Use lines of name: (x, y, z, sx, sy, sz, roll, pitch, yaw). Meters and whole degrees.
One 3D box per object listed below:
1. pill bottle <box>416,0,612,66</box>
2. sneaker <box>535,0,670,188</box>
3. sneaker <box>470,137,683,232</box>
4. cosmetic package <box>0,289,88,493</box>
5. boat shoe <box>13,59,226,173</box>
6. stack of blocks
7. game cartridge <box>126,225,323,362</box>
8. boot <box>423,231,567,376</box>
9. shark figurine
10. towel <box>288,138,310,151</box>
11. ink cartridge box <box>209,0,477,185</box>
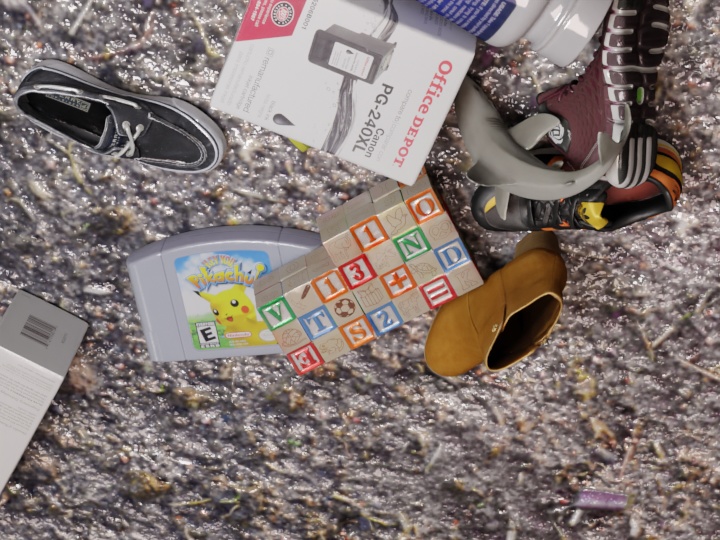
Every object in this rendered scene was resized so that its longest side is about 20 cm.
pill bottle: (0.110, -0.260, 1.485, 0.200, 0.120, 0.120, 30, 119, -9)
sneaker: (0.203, -0.176, 1.549, 0.115, 0.076, 0.201, 10, 97, 45)
sneaker: (0.194, -0.067, 1.598, 0.199, 0.090, 0.070, -11, 117, 13)
cosmetic package: (-0.361, 0.133, 1.776, 0.085, 0.108, 0.200, 27, 121, -9)
boat shoe: (-0.223, -0.134, 1.629, 0.200, 0.068, 0.072, 24, 120, -6)
stack of blocks: (0.000, 0.000, 1.654, 0.200, 0.059, 0.115, -28, 116, 7)
game cartridge: (-0.125, 0.021, 1.723, 0.199, 0.040, 0.134, -5, 115, 10)
boot: (0.120, 0.058, 1.648, 0.071, 0.144, 0.201, 34, 118, -11)
shark figurine: (0.141, -0.090, 1.528, 0.214, 0.089, 0.129, 20, 113, 47)
towel: (-0.003, -0.190, 1.600, 0.200, 0.018, 0.086, -32, 114, 22)
ink cartridge box: (-0.012, -0.183, 1.545, 0.199, 0.083, 0.145, 21, 121, -7)
